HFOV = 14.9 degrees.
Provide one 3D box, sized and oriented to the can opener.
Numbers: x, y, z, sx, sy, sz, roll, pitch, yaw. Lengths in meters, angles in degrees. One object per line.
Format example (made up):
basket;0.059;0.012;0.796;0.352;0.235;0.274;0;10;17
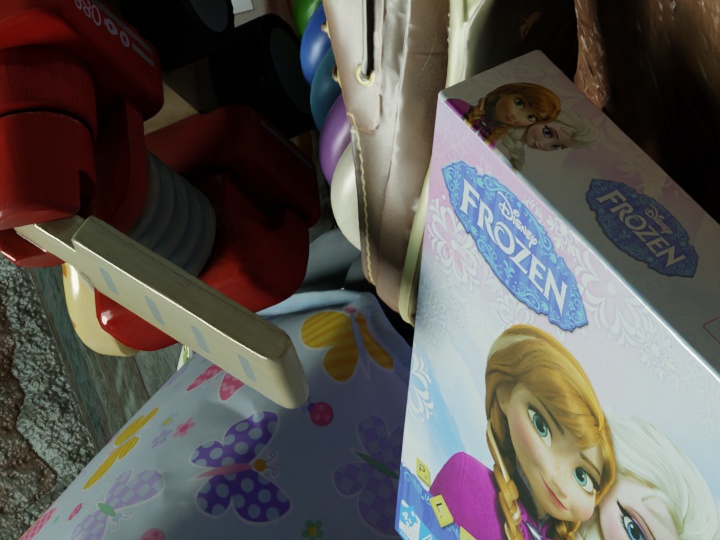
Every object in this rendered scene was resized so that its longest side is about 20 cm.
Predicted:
can opener;0.000;0.000;1.091;0.200;0.066;0.054;-16;72;60

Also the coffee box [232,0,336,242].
coffee box;-0.063;-0.111;1.125;0.114;0.079;0.202;-45;-54;-76

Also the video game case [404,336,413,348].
video game case;0.023;0.080;1.168;0.183;0.022;0.201;109;149;-49

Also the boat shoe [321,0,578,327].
boat shoe;0.025;-0.075;0.858;0.067;0.072;0.201;29;131;27

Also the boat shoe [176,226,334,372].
boat shoe;-0.044;-0.013;1.261;0.061;0.071;0.203;-164;81;-80

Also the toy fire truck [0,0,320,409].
toy fire truck;-0.068;-0.021;0.944;0.176;0.128;0.201;41;-146;-52

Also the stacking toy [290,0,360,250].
stacking toy;0.002;-0.102;1.009;0.086;0.085;0.201;87;164;-54

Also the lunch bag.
lunch bag;-0.050;0.103;1.074;0.127;0.170;0.200;49;162;-14

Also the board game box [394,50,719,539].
board game box;0.086;0.071;0.823;0.200;0.041;0.200;47;148;35

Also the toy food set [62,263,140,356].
toy food set;-0.114;-0.078;1.169;0.200;0.048;0.199;57;-150;-57
